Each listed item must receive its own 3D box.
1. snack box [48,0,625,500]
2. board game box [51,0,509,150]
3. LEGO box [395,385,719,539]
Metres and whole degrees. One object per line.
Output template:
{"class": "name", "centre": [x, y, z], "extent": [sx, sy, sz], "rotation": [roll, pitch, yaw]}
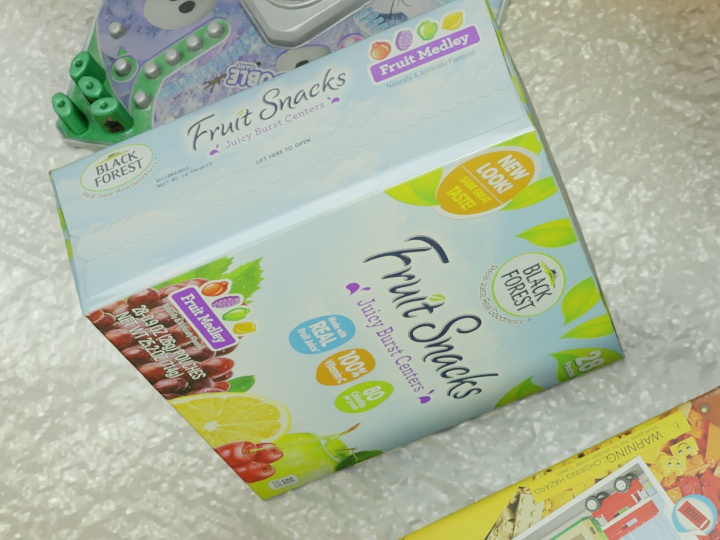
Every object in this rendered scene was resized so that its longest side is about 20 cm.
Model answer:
{"class": "snack box", "centre": [0.000, 0.000, 0.768], "extent": [0.168, 0.200, 0.068], "rotation": [-22, 62, 5]}
{"class": "board game box", "centre": [-0.028, -0.140, 0.939], "extent": [0.199, 0.026, 0.201], "rotation": [9, 69, 20]}
{"class": "LEGO box", "centre": [0.087, 0.154, 0.741], "extent": [0.199, 0.077, 0.150], "rotation": [-26, 61, 4]}
